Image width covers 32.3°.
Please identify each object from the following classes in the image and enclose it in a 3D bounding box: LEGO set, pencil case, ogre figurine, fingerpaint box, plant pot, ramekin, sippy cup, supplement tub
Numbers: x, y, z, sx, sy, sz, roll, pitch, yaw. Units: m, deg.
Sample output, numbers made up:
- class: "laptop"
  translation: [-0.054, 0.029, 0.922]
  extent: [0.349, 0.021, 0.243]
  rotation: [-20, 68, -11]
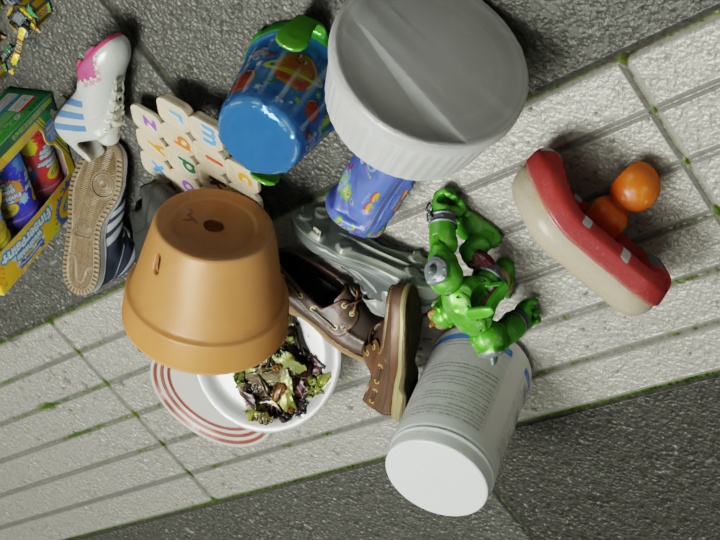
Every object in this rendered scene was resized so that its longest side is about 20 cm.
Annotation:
- class: "LEGO set"
  translation: [-0.467, -0.276, 1.452]
  extent: [0.199, 0.116, 0.154]
  rotation: [-25, 114, 41]
- class: "pencil case"
  translation: [0.032, -0.115, 1.357]
  extent: [0.077, 0.088, 0.200]
  rotation: [17, 140, -18]
- class: "ogre figurine"
  translation: [0.129, 0.015, 1.395]
  extent: [0.097, 0.120, 0.201]
  rotation: [0, 128, 27]
- class: "fingerpaint box"
  translation: [-0.436, -0.099, 1.534]
  extent: [0.073, 0.201, 0.168]
  rotation: [9, 131, 20]
- class: "plant pot"
  translation: [-0.173, 0.002, 1.433]
  extent: [0.198, 0.201, 0.141]
  rotation: [20, 130, 10]
- class: "ramekin"
  translation: [0.055, -0.180, 1.214]
  extent: [0.201, 0.203, 0.094]
  rotation: [31, 148, -1]
- class: "sippy cup"
  translation: [-0.085, -0.175, 1.332]
  extent: [0.138, 0.131, 0.179]
  rotation: [-4, 127, 31]
- class: "supplement tub"
  translation: [0.120, 0.175, 1.483]
  extent: [0.131, 0.201, 0.133]
  rotation: [15, 134, 16]

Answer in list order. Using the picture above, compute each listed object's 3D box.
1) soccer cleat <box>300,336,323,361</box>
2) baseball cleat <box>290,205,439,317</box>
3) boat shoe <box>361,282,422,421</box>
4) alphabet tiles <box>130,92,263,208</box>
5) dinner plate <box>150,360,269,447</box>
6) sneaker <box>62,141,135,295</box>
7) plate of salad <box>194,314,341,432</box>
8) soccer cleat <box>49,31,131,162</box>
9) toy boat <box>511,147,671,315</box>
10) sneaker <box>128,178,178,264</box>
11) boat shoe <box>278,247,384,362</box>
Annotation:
- class: "soccer cleat"
  translation: [-0.139, 0.113, 1.653]
  extent: [0.198, 0.078, 0.070]
  rotation: [8, 132, 21]
- class: "baseball cleat"
  translation: [0.000, 0.000, 1.486]
  extent: [0.199, 0.070, 0.107]
  rotation: [27, 136, 5]
- class: "boat shoe"
  translation: [0.032, 0.098, 1.478]
  extent: [0.067, 0.072, 0.202]
  rotation: [13, 131, 13]
- class: "alphabet tiles"
  translation: [-0.191, -0.121, 1.483]
  extent: [0.195, 0.015, 0.201]
  rotation: [30, 148, 22]
- class: "dinner plate"
  translation: [-0.210, 0.174, 1.784]
  extent: [0.198, 0.024, 0.202]
  rotation: [14, 134, 15]
- class: "sneaker"
  translation: [-0.323, -0.074, 1.602]
  extent: [0.069, 0.108, 0.202]
  rotation: [18, 105, 15]
- class: "plate of salad"
  translation: [-0.123, 0.110, 1.596]
  extent: [0.198, 0.048, 0.203]
  rotation: [0, 93, 8]
- class: "soccer cleat"
  translation: [-0.300, -0.201, 1.463]
  extent: [0.087, 0.070, 0.200]
  rotation: [51, 143, 2]
- class: "toy boat"
  translation: [0.255, -0.058, 1.284]
  extent: [0.199, 0.131, 0.131]
  rotation: [38, 105, -9]
- class: "sneaker"
  translation: [-0.258, -0.045, 1.590]
  extent: [0.091, 0.076, 0.200]
  rotation: [47, 142, 13]
- class: "boat shoe"
  translation: [-0.032, 0.044, 1.539]
  extent: [0.199, 0.071, 0.071]
  rotation: [29, 140, 1]
